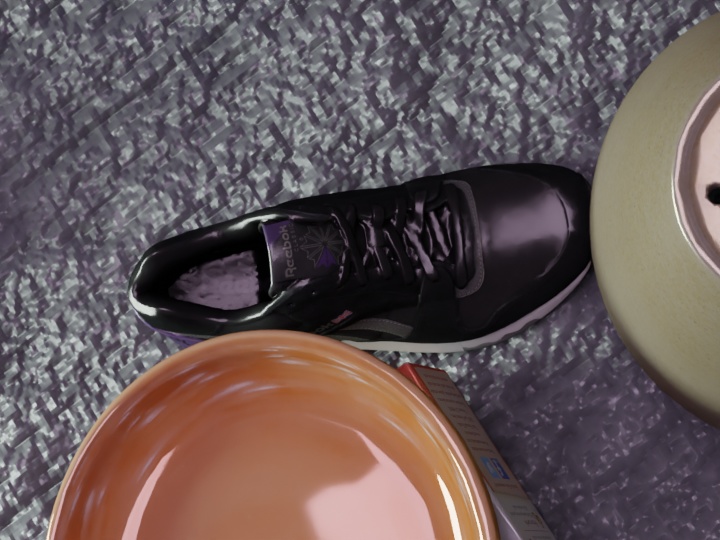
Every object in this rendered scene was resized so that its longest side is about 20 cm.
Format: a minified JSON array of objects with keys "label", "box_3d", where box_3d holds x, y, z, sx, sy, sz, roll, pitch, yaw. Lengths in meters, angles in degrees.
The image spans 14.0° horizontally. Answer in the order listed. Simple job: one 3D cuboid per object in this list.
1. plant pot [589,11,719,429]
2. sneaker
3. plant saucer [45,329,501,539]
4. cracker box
[{"label":"plant pot","box_3d":[0.167,-0.027,1.096,0.186,0.200,0.188,-1,86,11]},{"label":"sneaker","box_3d":[0.000,0.000,1.226,0.199,0.088,0.076,-14,80,17]},{"label":"plant saucer","box_3d":[-0.033,0.125,1.192,0.199,0.037,0.201,-2,85,22]},{"label":"cracker box","box_3d":[0.028,0.158,1.216,0.134,0.058,0.200,-37,74,13]}]
